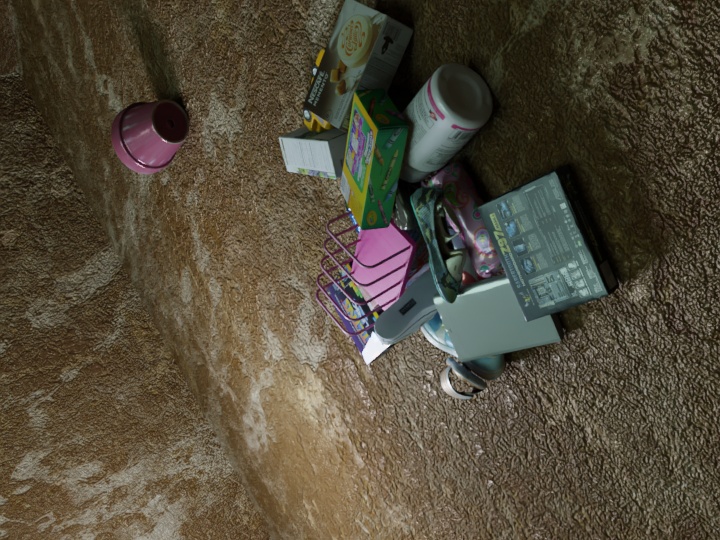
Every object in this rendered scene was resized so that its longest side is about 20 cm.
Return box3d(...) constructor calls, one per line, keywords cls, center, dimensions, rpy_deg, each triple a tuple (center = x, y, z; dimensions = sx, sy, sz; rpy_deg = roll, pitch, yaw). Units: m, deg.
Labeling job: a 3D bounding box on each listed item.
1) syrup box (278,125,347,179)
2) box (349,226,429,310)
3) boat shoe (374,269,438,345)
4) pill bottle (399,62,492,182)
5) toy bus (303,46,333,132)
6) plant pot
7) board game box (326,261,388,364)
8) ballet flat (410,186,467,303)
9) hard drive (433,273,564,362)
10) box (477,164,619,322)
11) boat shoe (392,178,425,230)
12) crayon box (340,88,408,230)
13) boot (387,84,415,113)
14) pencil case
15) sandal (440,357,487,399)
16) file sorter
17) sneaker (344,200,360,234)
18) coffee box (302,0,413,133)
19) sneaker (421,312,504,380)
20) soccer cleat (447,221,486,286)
box3d(cls="syrup box", center=(-0.085, -0.252, 1.691), dimensions=(0.198, 0.078, 0.083), rpy_deg=(16, 126, 53))
box3d(cls="box", center=(0.068, -0.014, 1.597), dimensions=(0.097, 0.098, 0.200), rpy_deg=(58, 150, 11))
box3d(cls="boat shoe", center=(0.109, 0.066, 1.519), dimensions=(0.074, 0.198, 0.066), rpy_deg=(54, 174, 23))
box3d(cls="pill bottle", center=(0.121, -0.236, 1.323), dimensions=(0.115, 0.112, 0.200), rpy_deg=(59, 146, 9))
box3d(cls="toy bus", center=(-0.057, -0.353, 1.585), dimensions=(0.079, 0.064, 0.202), rpy_deg=(49, 146, 22))
box3d(cls="plant pot", center=(-0.589, -0.400, 2.307), dimensions=(0.177, 0.198, 0.204), rpy_deg=(-16, 99, 44))
box3d(cls="board game box", center=(0.013, 0.090, 1.810), dimensions=(0.203, 0.056, 0.166), rpy_deg=(59, 149, 11))
box3d(cls="ballet flat", center=(0.142, -0.043, 1.333), dimensions=(0.074, 0.073, 0.204), rpy_deg=(2, 117, 57))
box3d(cls="hard drive", center=(0.234, 0.078, 1.378), dimensions=(0.197, 0.026, 0.134), rpy_deg=(-17, 105, 35))
box3d(cls="box", center=(0.287, -0.038, 1.239), dimensions=(0.156, 0.051, 0.204), rpy_deg=(-24, 90, 44))
box3d(cls="boat shoe", center=(0.083, -0.145, 1.422), dimensions=(0.202, 0.071, 0.076), rpy_deg=(-104, 5, -52))
box3d(cls="crayon box", center=(0.020, -0.186, 1.358), dimensions=(0.120, 0.057, 0.203), rpy_deg=(-117, 28, -43))
box3d(cls="boot", center=(0.039, -0.262, 1.491), dimensions=(0.197, 0.073, 0.153), rpy_deg=(22, 136, 37))
box3d(cls="pencil case", center=(0.186, -0.087, 1.367), dimensions=(0.202, 0.086, 0.088), rpy_deg=(57, 149, 11))
box3d(cls="sandal", center=(0.189, 0.214, 1.531), dimensions=(0.078, 0.060, 0.207), rpy_deg=(33, 178, 2))
box3d(cls="file sorter", center=(0.000, 0.000, 1.494), dimensions=(0.139, 0.124, 0.203), rpy_deg=(46, 144, 28))
box3d(cls="sneaker", center=(-0.003, -0.118, 1.660), dimensions=(0.065, 0.078, 0.204), rpy_deg=(32, 139, 39))
box3d(cls="coffee box", center=(-0.006, -0.351, 1.398), dimensions=(0.114, 0.079, 0.204), rpy_deg=(38, 109, 39))
box3d(cls="sneaker", center=(0.196, 0.100, 1.502), dimensions=(0.198, 0.079, 0.133), rpy_deg=(33, 140, 29))
box3d(cls="soccer cleat", center=(0.172, -0.063, 1.445), dimensions=(0.072, 0.068, 0.204), rpy_deg=(-31, 73, 29))
